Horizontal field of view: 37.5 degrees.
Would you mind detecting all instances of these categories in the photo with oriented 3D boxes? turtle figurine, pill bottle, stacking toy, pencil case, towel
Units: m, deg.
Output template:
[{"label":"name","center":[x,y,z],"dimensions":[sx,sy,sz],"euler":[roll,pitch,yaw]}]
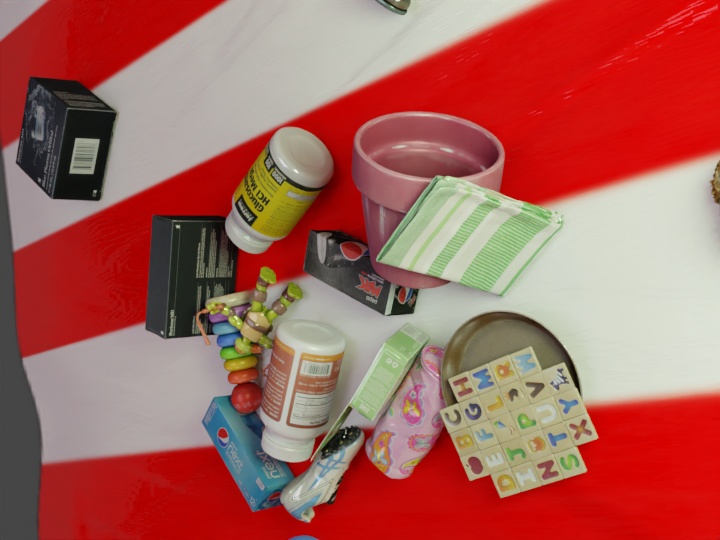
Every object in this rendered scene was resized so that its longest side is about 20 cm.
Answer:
[{"label":"turtle figurine","center":[-0.159,0.086,1.738],"dimensions":[0.199,0.064,0.162],"euler":[36,111,2]},{"label":"pill bottle","center":[-0.135,-0.121,1.678],"dimensions":[0.200,0.111,0.114],"euler":[-49,57,37]},{"label":"stacking toy","center":[-0.205,0.141,1.806],"dimensions":[0.085,0.084,0.204],"euler":[-12,90,47]},{"label":"pencil case","center":[0.081,0.197,1.480],"dimensions":[0.088,0.086,0.202],"euler":[49,125,34]},{"label":"pill bottle","center":[-0.096,0.188,1.651],"dimensions":[0.112,0.111,0.204],"euler":[30,113,43]},{"label":"towel","center":[0.139,-0.038,1.317],"dimensions":[0.153,0.197,0.024],"euler":[-54,35,34]}]

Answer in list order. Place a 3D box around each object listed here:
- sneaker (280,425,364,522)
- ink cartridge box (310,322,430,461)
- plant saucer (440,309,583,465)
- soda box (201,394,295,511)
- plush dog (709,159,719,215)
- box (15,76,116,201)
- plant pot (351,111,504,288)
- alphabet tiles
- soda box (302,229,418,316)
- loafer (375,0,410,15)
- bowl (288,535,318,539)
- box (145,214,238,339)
[{"label":"sneaker","center":[-0.049,0.316,1.649],"dimensions":[0.072,0.072,0.201],"euler":[38,119,-5]},{"label":"ink cartridge box","center":[0.016,0.177,1.473],"dimensions":[0.048,0.145,0.202],"euler":[32,105,8]},{"label":"plant saucer","center":[0.195,0.147,1.352],"dimensions":[0.197,0.032,0.205],"euler":[8,105,32]},{"label":"soda box","center":[-0.191,0.305,1.794],"dimensions":[0.201,0.067,0.065],"euler":[53,127,32]},{"label":"plush dog","center":[0.424,-0.069,1.054],"dimensions":[0.173,0.158,0.202],"euler":[106,144,-57]},{"label":"box","center":[-0.617,-0.275,2.210],"dimensions":[0.199,0.116,0.200],"euler":[36,117,42]},{"label":"plant pot","center":[0.082,-0.086,1.396],"dimensions":[0.199,0.198,0.182],"euler":[37,134,40]},{"label":"alphabet tiles","center":[0.196,0.194,1.341],"dimensions":[0.198,0.006,0.169],"euler":[-26,87,36]},{"label":"soda box","center":[0.000,0.000,1.571],"dimensions":[0.199,0.063,0.072],"euler":[26,111,44]},{"label":"loafer","center":[0.017,-0.448,1.529],"dimensions":[0.063,0.071,0.201],"euler":[-54,52,27]},{"label":"bowl","center":[-0.092,0.536,1.717],"dimensions":[0.199,0.039,0.205],"euler":[2,93,48]},{"label":"box","center":[-0.292,0.009,1.841],"dimensions":[0.078,0.139,0.204],"euler":[14,102,45]}]
